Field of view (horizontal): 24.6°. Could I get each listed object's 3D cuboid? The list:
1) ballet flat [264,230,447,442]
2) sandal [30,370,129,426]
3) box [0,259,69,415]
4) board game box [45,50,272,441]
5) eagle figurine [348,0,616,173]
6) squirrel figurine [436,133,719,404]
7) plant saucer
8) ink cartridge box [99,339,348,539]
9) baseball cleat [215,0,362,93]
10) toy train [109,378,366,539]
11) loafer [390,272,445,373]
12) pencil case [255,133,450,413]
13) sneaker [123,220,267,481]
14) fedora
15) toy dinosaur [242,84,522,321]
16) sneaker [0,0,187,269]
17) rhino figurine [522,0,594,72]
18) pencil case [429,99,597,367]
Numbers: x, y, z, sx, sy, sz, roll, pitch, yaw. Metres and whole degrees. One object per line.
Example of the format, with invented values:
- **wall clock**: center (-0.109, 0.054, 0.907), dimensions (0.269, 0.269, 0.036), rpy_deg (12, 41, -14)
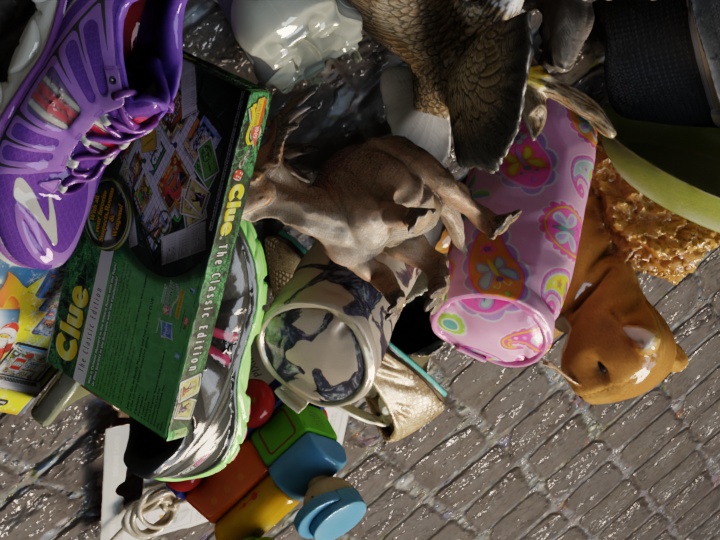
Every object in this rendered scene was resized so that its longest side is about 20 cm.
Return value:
- **ballet flat**: center (-0.014, 0.055, 1.144), dimensions (0.065, 0.070, 0.200), rpy_deg (-47, 121, -4)
- **sandal**: center (-0.130, 0.060, 1.053), dimensions (0.080, 0.057, 0.201), rpy_deg (-49, 164, 27)
- **box**: center (-0.226, 0.009, 0.932), dimensions (0.137, 0.038, 0.200), rpy_deg (-49, 149, 12)
- **board game box**: center (-0.113, -0.020, 0.900), dimensions (0.023, 0.104, 0.201), rpy_deg (-11, 123, -54)
- **eagle figurine**: center (0.059, -0.136, 0.965), dimensions (0.200, 0.151, 0.152), rpy_deg (-8, 103, -66)
- **squirrel figurine**: center (0.179, -0.007, 1.217), dimensions (0.200, 0.187, 0.141), rpy_deg (-43, 150, 5)
- **plant saucer**: center (0.251, -0.061, 1.138), dimensions (0.199, 0.200, 0.031), rpy_deg (-4, 122, -45)
- **ink cartridge box**: center (-0.104, 0.122, 1.227), dimensions (0.199, 0.047, 0.161), rpy_deg (-15, 143, -22)
- **baseball cleat**: center (-0.046, -0.154, 0.891), dimensions (0.069, 0.107, 0.200), rpy_deg (-31, 180, -1)
- **toy train**: center (-0.089, 0.178, 1.159), dimensions (0.200, 0.116, 0.084), rpy_deg (-43, 145, 15)
- **loafer**: center (0.026, 0.048, 1.236), dimensions (0.075, 0.070, 0.201), rpy_deg (-31, 149, -15)
- **pencil case**: center (0.000, 0.000, 1.044), dimensions (0.200, 0.077, 0.090), rpy_deg (-62, 174, -48)
- **sneaker**: center (-0.106, 0.034, 0.966), dimensions (0.083, 0.076, 0.202), rpy_deg (-17, 114, -47)
- **fedora**: center (0.212, -0.157, 1.128), dimensions (0.091, 0.202, 0.201), rpy_deg (-10, 156, 18)
- **toy dinosaur**: center (0.005, -0.048, 0.958), dimensions (0.199, 0.136, 0.086), rpy_deg (-8, 138, -55)
- **sneaker**: center (-0.138, -0.081, 0.838), dimensions (0.080, 0.083, 0.201), rpy_deg (-14, 134, -52)
- **rhino figurine**: center (0.156, -0.202, 1.038), dimensions (0.059, 0.088, 0.201), rpy_deg (12, 124, -29)
- **pencil case**: center (0.105, -0.034, 1.109), dimensions (0.088, 0.087, 0.201), rpy_deg (90, 13, -54)
